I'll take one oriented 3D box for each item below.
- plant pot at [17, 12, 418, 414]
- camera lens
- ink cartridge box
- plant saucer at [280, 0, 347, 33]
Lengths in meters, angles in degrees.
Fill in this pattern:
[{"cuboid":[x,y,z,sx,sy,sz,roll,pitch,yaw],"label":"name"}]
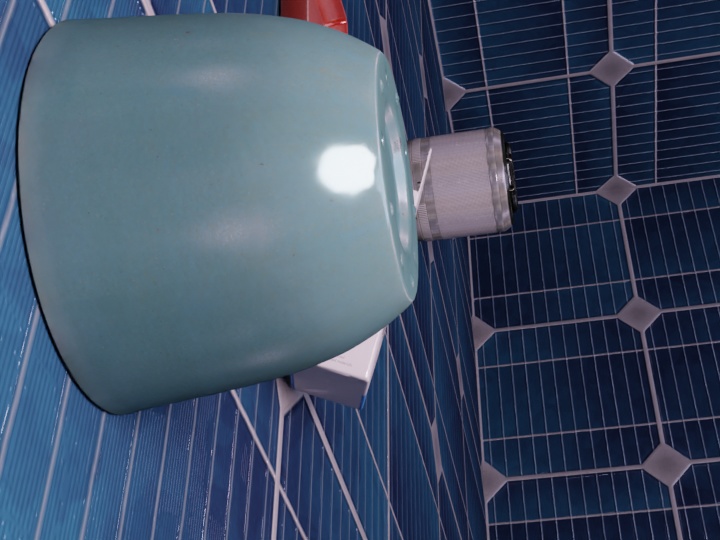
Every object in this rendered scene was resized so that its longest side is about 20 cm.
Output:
[{"cuboid":[-0.056,-0.036,0.579,0.200,0.158,0.205,-6,90,-81],"label":"plant pot"},{"cuboid":[0.143,-0.132,1.769,0.160,0.196,0.163,-7,90,-80],"label":"camera lens"},{"cuboid":[0.000,0.000,0.939,0.116,0.067,0.203,99,7,-72],"label":"ink cartridge box"},{"cuboid":[-0.047,-0.245,1.174,0.201,0.036,0.203,69,17,-60],"label":"plant saucer"}]
